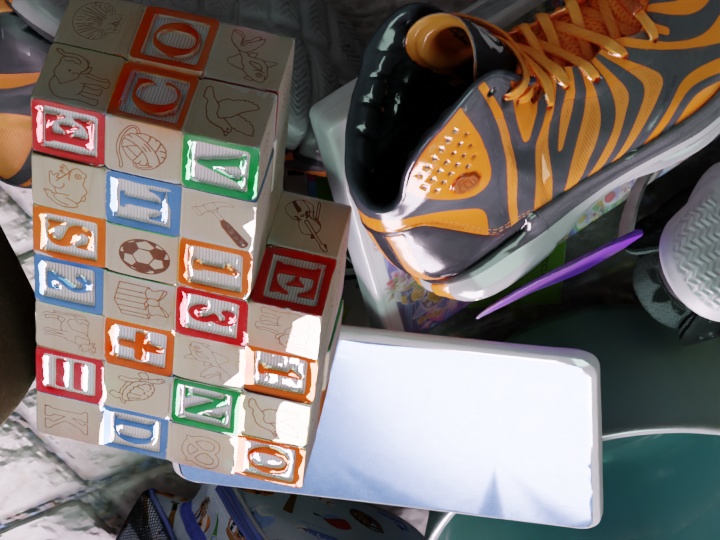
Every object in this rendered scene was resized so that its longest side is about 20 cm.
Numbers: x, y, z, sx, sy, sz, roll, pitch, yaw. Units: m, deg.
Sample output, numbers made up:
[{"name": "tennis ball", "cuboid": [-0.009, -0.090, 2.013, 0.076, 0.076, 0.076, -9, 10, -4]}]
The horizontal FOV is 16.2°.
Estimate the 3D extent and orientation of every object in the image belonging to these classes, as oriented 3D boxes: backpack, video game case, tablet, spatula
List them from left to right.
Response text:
[{"name": "backpack", "cuboid": [-0.033, 0.197, 1.270, 0.199, 0.191, 0.155, 18, 117, -26]}, {"name": "tablet", "cuboid": [0.006, 0.063, 1.105, 0.199, 0.014, 0.130, 6, 142, 11]}, {"name": "video game case", "cuboid": [0.077, -0.066, 1.056, 0.199, 0.018, 0.144, -33, 140, -14]}, {"name": "spatula", "cuboid": [0.124, -0.039, 1.058, 0.021, 0.200, 0.056, 49, 149, -4]}]

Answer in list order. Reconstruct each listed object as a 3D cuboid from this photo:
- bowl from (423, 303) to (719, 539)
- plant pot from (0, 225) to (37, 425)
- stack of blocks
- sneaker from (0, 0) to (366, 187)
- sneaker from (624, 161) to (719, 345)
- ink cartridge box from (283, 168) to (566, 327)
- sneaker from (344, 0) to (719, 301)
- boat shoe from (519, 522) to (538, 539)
[{"name": "bowl", "cuboid": [0.120, 0.090, 1.231, 0.199, 0.106, 0.201, -5, 144, -4]}, {"name": "plant pot", "cuboid": [-0.239, -0.034, 1.011, 0.186, 0.187, 0.201, -10, 124, 3]}, {"name": "stack of blocks", "cuboid": [-0.065, -0.007, 0.986, 0.114, 0.059, 0.201, 12, 140, 4]}, {"name": "sneaker", "cuboid": [-0.084, -0.075, 1.049, 0.199, 0.078, 0.112, 23, 140, -28]}, {"name": "sneaker", "cuboid": [0.159, -0.003, 1.108, 0.114, 0.076, 0.200, -32, 176, 35]}, {"name": "ink cartridge box", "cuboid": [0.000, 0.000, 1.141, 0.199, 0.076, 0.148, -4, 138, -3]}, {"name": "sneaker", "cuboid": [0.077, -0.079, 0.968, 0.200, 0.078, 0.112, -45, 142, 0]}, {"name": "boat shoe", "cuboid": [0.058, 0.194, 1.367, 0.075, 0.072, 0.201, 1, 137, -10]}]
